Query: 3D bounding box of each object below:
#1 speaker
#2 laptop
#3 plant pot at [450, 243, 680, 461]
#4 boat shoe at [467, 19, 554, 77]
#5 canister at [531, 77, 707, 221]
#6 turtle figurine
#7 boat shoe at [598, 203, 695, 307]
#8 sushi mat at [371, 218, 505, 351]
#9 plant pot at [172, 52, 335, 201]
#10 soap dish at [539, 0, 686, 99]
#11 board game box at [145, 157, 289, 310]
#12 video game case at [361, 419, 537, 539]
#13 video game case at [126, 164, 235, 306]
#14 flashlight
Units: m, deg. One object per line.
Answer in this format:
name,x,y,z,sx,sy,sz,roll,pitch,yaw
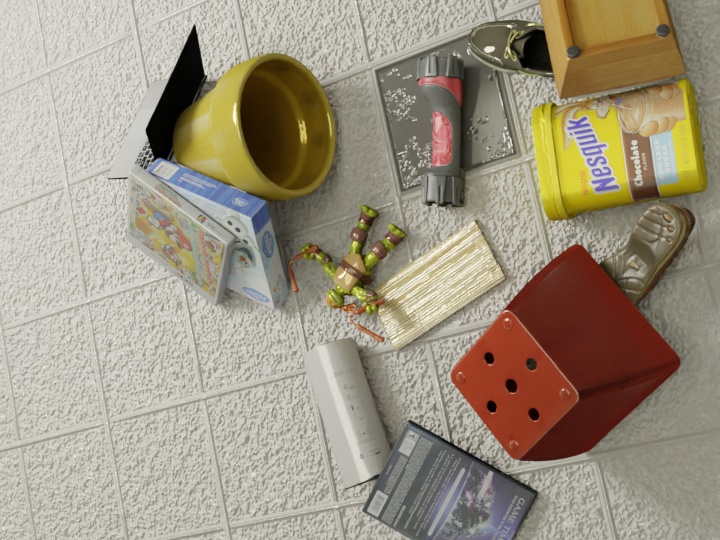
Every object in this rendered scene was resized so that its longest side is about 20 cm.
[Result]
speaker,-0.017,0.200,1.522,0.080,0.081,0.203,-24,78,24
laptop,-0.316,-0.249,1.614,0.198,0.116,0.190,1,61,38
plant pot,0.230,0.119,1.317,0.201,0.175,0.201,51,128,18
boat shoe,0.228,-0.295,1.427,0.199,0.060,0.073,19,96,26
canister,0.327,-0.153,1.360,0.197,0.086,0.151,-9,84,25
turtle figurine,0.000,0.000,1.530,0.199,0.064,0.162,38,97,31
boat shoe,0.350,-0.001,1.350,0.072,0.067,0.201,54,129,29
sushi mat,0.103,0.022,1.506,0.199,0.012,0.097,-35,74,21
plant pot,-0.168,-0.195,1.560,0.187,0.199,0.205,-7,85,41
soap dish,0.306,-0.321,1.333,0.155,0.081,0.203,-10,64,9
board game box,-0.208,-0.053,1.577,0.198,0.201,0.044,24,56,25
video game case,0.119,0.312,1.449,0.198,0.019,0.144,28,101,4
video game case,-0.270,-0.047,1.588,0.181,0.201,0.023,36,60,7
flashlight,0.108,-0.191,1.480,0.067,0.068,0.204,2,88,25
